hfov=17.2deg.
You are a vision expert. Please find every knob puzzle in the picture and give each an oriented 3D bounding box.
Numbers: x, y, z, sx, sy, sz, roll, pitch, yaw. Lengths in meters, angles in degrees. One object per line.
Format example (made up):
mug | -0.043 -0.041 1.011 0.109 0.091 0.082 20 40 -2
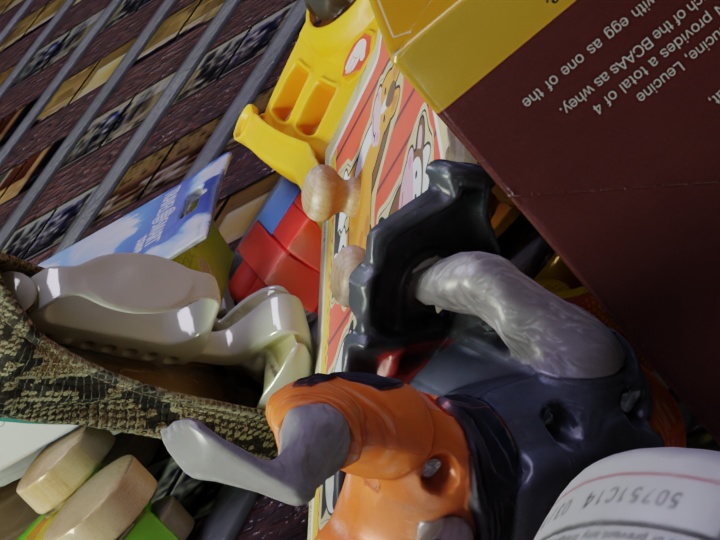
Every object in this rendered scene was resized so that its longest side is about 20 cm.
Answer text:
knob puzzle | 0.000 0.000 0.797 0.220 0.030 0.222 -173 90 -79

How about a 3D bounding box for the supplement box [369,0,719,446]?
supplement box | 0.136 -0.068 0.672 0.197 0.200 0.133 -39 20 10

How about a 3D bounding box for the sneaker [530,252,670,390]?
sneaker | 0.050 0.049 0.780 0.073 0.077 0.201 -15 38 51

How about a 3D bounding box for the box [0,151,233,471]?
box | -0.133 0.031 1.021 0.199 0.048 0.122 -29 16 11

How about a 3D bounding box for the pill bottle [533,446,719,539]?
pill bottle | 0.052 0.147 0.516 0.114 0.114 0.200 -17 31 50

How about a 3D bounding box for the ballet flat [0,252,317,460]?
ballet flat | -0.066 0.031 0.884 0.075 0.199 0.068 -51 44 30

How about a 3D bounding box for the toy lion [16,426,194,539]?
toy lion | -0.146 0.152 0.936 0.192 0.069 0.200 -45 11 -7

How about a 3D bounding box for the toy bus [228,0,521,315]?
toy bus | 0.024 -0.048 0.983 0.193 0.135 0.200 -56 22 0

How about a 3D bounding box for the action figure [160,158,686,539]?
action figure | 0.025 0.084 0.641 0.104 0.202 0.193 18 30 38

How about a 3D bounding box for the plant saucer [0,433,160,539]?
plant saucer | -0.187 0.103 1.121 0.199 0.030 0.200 -22 20 8

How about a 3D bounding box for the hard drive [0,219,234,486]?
hard drive | -0.124 0.032 1.145 0.131 0.026 0.200 -24 18 1
